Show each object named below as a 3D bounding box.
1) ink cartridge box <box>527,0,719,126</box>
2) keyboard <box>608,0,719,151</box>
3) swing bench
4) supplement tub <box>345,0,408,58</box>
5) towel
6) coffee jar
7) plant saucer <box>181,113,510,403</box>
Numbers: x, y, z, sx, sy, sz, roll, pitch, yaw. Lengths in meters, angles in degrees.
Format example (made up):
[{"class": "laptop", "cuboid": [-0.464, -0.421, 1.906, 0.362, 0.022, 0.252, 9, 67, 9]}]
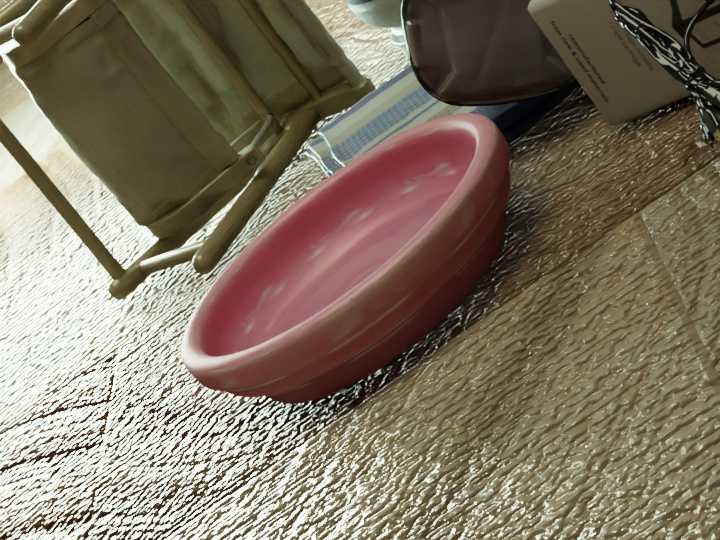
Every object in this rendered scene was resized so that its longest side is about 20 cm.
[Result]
[{"class": "ink cartridge box", "cuboid": [0.203, -0.171, 1.145, 0.200, 0.084, 0.146, -22, 24, 42]}, {"class": "keyboard", "cuboid": [0.172, -0.134, 1.042, 0.127, 0.021, 0.200, -50, 50, 16]}, {"class": "swing bench", "cuboid": [-0.130, -0.125, 1.500, 0.130, 0.199, 0.200, -14, 29, 53]}, {"class": "supplement tub", "cuboid": [0.023, -0.251, 1.510, 0.144, 0.200, 0.144, -34, 17, 12]}, {"class": "towel", "cuboid": [0.044, -0.088, 1.359, 0.147, 0.024, 0.200, -36, 19, -1]}, {"class": "coffee jar", "cuboid": [0.093, -0.162, 1.297, 0.104, 0.086, 0.200, -7, 20, 16]}, {"class": "plant saucer", "cuboid": [0.000, 0.000, 1.176, 0.200, 0.051, 0.201, -35, 18, 13]}]
